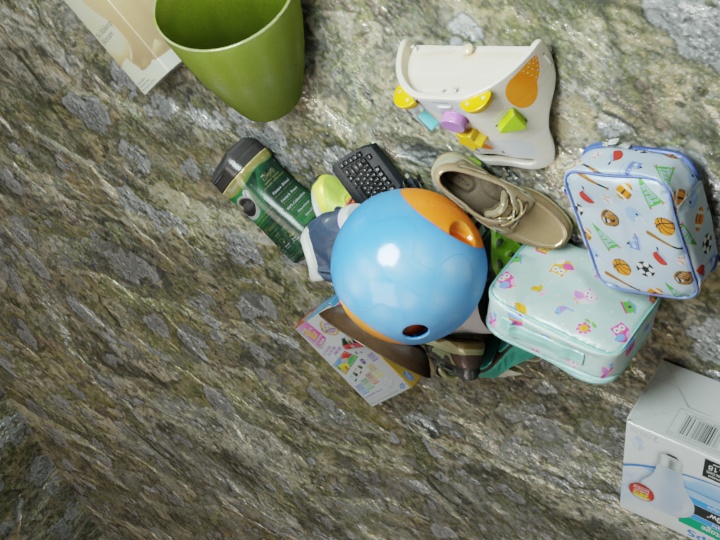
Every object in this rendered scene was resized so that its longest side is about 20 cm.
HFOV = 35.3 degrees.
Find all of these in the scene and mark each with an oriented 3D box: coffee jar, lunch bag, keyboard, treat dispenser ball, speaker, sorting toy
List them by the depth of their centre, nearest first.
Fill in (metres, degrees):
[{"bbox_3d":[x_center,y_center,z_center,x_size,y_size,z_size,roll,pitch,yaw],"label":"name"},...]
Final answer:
[{"bbox_3d":[0.324,-0.062,1.321,0.160,0.076,0.200,12,137,43],"label":"lunch bag"},{"bbox_3d":[0.150,-0.186,1.366,0.200,0.107,0.180,10,155,41],"label":"sorting toy"},{"bbox_3d":[0.263,0.050,1.435,0.200,0.160,0.077,25,144,24],"label":"lunch bag"},{"bbox_3d":[0.062,-0.005,1.447,0.201,0.201,0.201,28,145,22],"label":"treat dispenser ball"},{"bbox_3d":[0.052,-0.088,1.572,0.104,0.040,0.200,-32,107,22],"label":"keyboard"},{"bbox_3d":[0.131,0.056,1.660,0.200,0.081,0.081,-7,124,51],"label":"speaker"},{"bbox_3d":[-0.135,-0.111,1.746,0.200,0.085,0.104,44,151,-4],"label":"coffee jar"}]

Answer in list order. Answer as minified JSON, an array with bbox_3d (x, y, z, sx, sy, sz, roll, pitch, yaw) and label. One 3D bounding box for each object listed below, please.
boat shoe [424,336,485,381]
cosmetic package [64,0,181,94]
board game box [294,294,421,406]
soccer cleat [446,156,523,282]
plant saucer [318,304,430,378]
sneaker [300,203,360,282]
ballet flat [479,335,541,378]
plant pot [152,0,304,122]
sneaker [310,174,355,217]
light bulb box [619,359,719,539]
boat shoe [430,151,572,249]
[{"bbox_3d":[0.134,0.132,1.684,0.073,0.065,0.200,6,176,-6],"label":"boat shoe"},{"bbox_3d":[-0.346,-0.372,1.680,0.200,0.071,0.105,49,148,-10],"label":"cosmetic package"},{"bbox_3d":[-0.004,0.136,1.937,0.200,0.040,0.153,46,148,-6],"label":"board game box"},{"bbox_3d":[0.161,-0.063,1.511,0.081,0.067,0.200,9,129,55],"label":"soccer cleat"},{"bbox_3d":[0.030,0.102,1.754,0.200,0.037,0.200,30,-178,-1],"label":"plant saucer"},{"bbox_3d":[0.000,0.000,1.615,0.200,0.081,0.146,50,140,-14],"label":"sneaker"},{"bbox_3d":[0.223,0.124,1.659,0.070,0.067,0.200,30,151,-7],"label":"ballet flat"},{"bbox_3d":[-0.147,-0.294,1.486,0.187,0.187,0.200,24,158,27],"label":"plant pot"},{"bbox_3d":[0.015,-0.074,1.650,0.200,0.078,0.090,43,140,-11],"label":"sneaker"},{"bbox_3d":[0.460,0.256,1.498,0.198,0.125,0.200,22,141,29],"label":"light bulb box"},{"bbox_3d":[0.177,-0.078,1.418,0.200,0.065,0.071,26,109,-7],"label":"boat shoe"}]
